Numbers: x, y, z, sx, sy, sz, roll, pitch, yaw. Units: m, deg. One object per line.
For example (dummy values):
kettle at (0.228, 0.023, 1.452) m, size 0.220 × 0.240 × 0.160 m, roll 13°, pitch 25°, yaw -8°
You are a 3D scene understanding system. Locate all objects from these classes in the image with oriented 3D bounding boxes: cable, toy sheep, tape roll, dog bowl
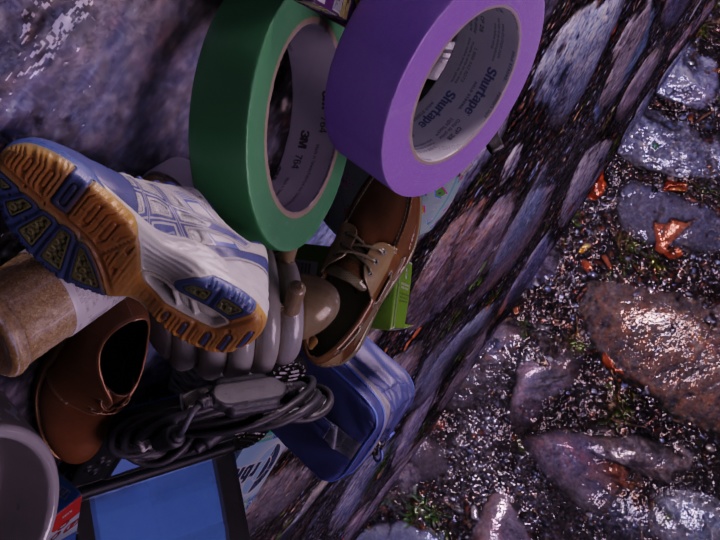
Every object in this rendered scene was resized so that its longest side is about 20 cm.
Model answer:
cable at (-0.115, 0.133, 0.828) m, size 0.162 × 0.051 × 0.199 m, roll -31°, pitch 163°, yaw 37°
toy sheep at (-0.114, 0.030, 0.813) m, size 0.138 × 0.197 × 0.140 m, roll -179°, pitch -90°, yaw -76°
tape roll at (-0.060, -0.118, 0.728) m, size 0.200 × 0.048 × 0.203 m, roll 10°, pitch 90°, yaw -71°
dog bowl at (-0.288, 0.175, 0.642) m, size 0.200 × 0.058 × 0.202 m, roll -42°, pitch 144°, yaw -42°
tape roll at (0.062, -0.162, 0.768) m, size 0.200 × 0.065 × 0.201 m, roll -39°, pitch 150°, yaw -28°

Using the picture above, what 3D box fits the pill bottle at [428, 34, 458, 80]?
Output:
pill bottle at (0.087, -0.279, 0.859) m, size 0.112 × 0.112 × 0.201 m, roll -35°, pitch 154°, yaw -51°

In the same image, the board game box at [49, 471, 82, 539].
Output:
board game box at (-0.335, 0.289, 0.812) m, size 0.200 × 0.056 × 0.197 m, roll -39°, pitch 155°, yaw -47°

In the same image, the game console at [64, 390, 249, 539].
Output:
game console at (-0.172, 0.209, 0.923) m, size 0.199 × 0.119 × 0.171 m, roll -10°, pitch 147°, yaw -46°

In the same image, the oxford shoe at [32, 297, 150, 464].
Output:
oxford shoe at (-0.209, 0.092, 0.753) m, size 0.071 × 0.071 × 0.201 m, roll -13°, pitch 138°, yaw -40°

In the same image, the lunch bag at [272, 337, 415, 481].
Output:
lunch bag at (-0.040, 0.154, 1.151) m, size 0.132 × 0.200 × 0.137 m, roll -21°, pitch 147°, yaw -58°

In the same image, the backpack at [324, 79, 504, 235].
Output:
backpack at (0.034, -0.117, 0.977) m, size 0.126 × 0.167 × 0.201 m, roll -17°, pitch 146°, yaw -35°

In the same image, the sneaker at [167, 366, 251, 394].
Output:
sneaker at (-0.152, 0.094, 0.954) m, size 0.080 × 0.076 × 0.201 m, roll -36°, pitch 154°, yaw -26°

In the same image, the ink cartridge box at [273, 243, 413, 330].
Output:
ink cartridge box at (-0.019, 0.018, 1.032) m, size 0.200 × 0.146 × 0.077 m, roll 12°, pitch 85°, yaw -80°

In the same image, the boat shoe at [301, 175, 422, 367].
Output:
boat shoe at (0.000, 0.000, 0.887) m, size 0.074 × 0.075 × 0.202 m, roll -12°, pitch 123°, yaw -79°

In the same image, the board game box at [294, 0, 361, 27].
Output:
board game box at (0.004, -0.280, 0.682) m, size 0.120 × 0.032 × 0.202 m, roll -3°, pitch 110°, yaw -67°

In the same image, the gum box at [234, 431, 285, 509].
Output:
gum box at (-0.160, 0.255, 1.269) m, size 0.201 × 0.044 × 0.170 m, roll -60°, pitch 164°, yaw 7°

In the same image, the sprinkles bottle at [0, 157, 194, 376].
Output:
sprinkles bottle at (-0.183, -0.008, 0.671) m, size 0.200 × 0.068 × 0.069 m, roll -42°, pitch 158°, yaw -41°

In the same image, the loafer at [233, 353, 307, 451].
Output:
loafer at (-0.129, 0.140, 1.098) m, size 0.072 × 0.072 × 0.200 m, roll 10°, pitch 133°, yaw -42°

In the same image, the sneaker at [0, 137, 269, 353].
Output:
sneaker at (-0.145, -0.027, 0.630) m, size 0.075 × 0.199 × 0.089 m, roll -35°, pitch -150°, yaw 30°
